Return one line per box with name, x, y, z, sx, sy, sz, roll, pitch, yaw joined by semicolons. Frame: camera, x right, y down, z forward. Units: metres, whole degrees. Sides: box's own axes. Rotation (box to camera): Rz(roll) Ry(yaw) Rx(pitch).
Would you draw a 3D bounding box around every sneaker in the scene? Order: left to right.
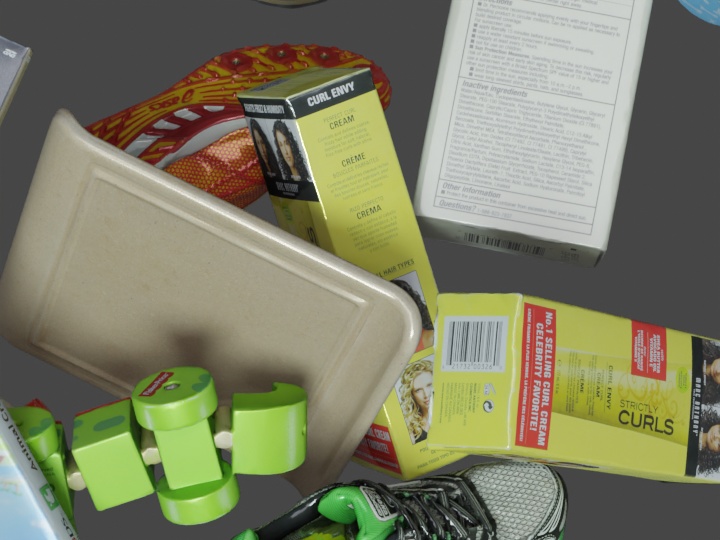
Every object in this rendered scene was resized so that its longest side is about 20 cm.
sneaker;-0.076;-0.059;1.244;0.200;0.077;0.073;-23;48;-14
sneaker;0.019;0.134;1.135;0.200;0.085;0.078;-20;55;-30

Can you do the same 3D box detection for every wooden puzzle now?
wooden puzzle;-0.078;0.019;1.174;0.200;0.185;0.037;30;53;1

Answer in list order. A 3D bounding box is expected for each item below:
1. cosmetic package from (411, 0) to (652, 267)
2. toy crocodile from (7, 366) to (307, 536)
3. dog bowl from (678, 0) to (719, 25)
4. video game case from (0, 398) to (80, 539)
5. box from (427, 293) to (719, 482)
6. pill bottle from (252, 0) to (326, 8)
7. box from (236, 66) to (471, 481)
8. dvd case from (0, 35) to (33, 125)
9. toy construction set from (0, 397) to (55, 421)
cosmetic package;0.093;-0.110;1.237;0.104;0.073;0.200;12;83;3
toy crocodile;-0.121;0.087;1.129;0.200;0.062;0.068;-13;113;-1
dog bowl;0.226;-0.198;1.223;0.200;0.050;0.111;-43;110;-24
video game case;-0.239;0.116;1.104;0.200;0.022;0.182;-28;93;19
box;0.112;0.058;1.152;0.050;0.200;0.075;-2;80;40
pill bottle;-0.039;-0.205;1.188;0.112;0.200;0.112;0;82;2
box;0.000;0.000;1.189;0.050;0.075;0.200;-22;104;-20
dvd case;-0.281;-0.055;1.266;0.149;0.016;0.200;23;84;4
toy construction set;-0.234;0.132;1.191;0.200;0.131;0.092;-45;39;-5
